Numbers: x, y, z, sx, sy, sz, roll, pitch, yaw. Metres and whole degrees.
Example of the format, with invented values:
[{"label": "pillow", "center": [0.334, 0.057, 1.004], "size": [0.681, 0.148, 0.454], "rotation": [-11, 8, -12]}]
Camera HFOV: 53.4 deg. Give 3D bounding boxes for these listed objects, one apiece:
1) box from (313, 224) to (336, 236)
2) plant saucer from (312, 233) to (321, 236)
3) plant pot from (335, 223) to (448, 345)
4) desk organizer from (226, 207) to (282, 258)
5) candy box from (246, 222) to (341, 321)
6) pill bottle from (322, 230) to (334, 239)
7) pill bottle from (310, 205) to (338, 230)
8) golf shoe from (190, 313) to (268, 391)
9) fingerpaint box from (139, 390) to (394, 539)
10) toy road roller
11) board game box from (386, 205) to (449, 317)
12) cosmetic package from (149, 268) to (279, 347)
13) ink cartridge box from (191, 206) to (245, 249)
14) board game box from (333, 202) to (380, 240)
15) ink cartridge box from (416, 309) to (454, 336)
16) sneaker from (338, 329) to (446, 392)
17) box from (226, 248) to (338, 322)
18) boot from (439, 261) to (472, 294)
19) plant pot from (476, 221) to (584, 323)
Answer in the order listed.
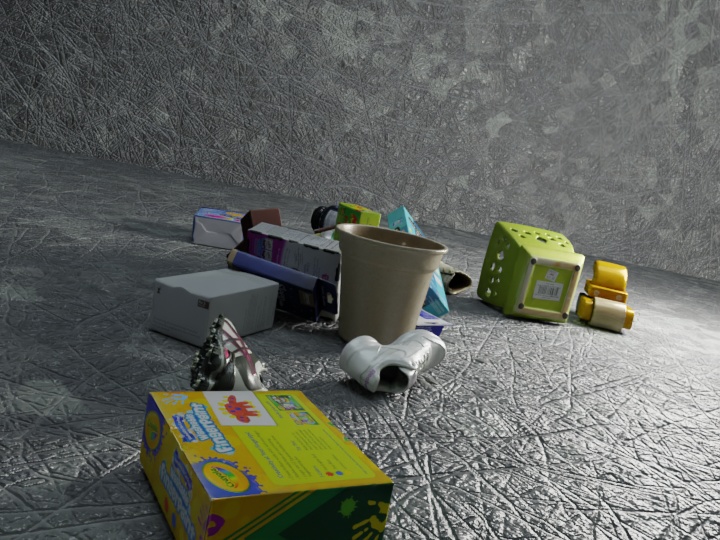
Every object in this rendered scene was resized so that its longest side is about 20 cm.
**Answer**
[{"label": "box", "center": [-0.032, -0.052, 1.692], "size": [0.097, 0.077, 0.200], "rotation": [-13, -14, 11]}, {"label": "plant saucer", "center": [-0.165, -0.023, 1.507], "size": [0.196, 0.032, 0.200], "rotation": [-26, -1, 0]}, {"label": "plant pot", "center": [0.038, 0.033, 1.235], "size": [0.194, 0.189, 0.201], "rotation": [10, 10, -2]}, {"label": "desk organizer", "center": [-0.226, -0.063, 1.504], "size": [0.070, 0.079, 0.199], "rotation": [-7, -10, -28]}, {"label": "candy box", "center": [-0.119, 0.000, 1.353], "size": [0.195, 0.140, 0.061], "rotation": [15, 25, 18]}, {"label": "pill bottle", "center": [0.000, 0.000, 1.537], "size": [0.195, 0.116, 0.113], "rotation": [20, 10, 0]}, {"label": "pill bottle", "center": [-0.060, -0.139, 2.238], "size": [0.197, 0.115, 0.110], "rotation": [20, 14, 40]}, {"label": "golf shoe", "center": [-0.168, 0.122, 0.917], "size": [0.087, 0.078, 0.200], "rotation": [29, 8, -17]}, {"label": "fingerpaint box", "center": [-0.092, 0.179, 0.636], "size": [0.163, 0.076, 0.199], "rotation": [6, 11, -32]}, {"label": "toy road roller", "center": [0.623, 0.060, 1.816], "size": [0.119, 0.150, 0.200], "rotation": [12, 10, 8]}, {"label": "board game box", "center": [0.119, -0.017, 1.512], "size": [0.152, 0.046, 0.203], "rotation": [51, 21, -35]}, {"label": "cosmetic package", "center": [-0.227, 0.054, 1.138], "size": [0.110, 0.084, 0.199], "rotation": [15, 12, 24]}, {"label": "ink cartridge box", "center": [-0.368, -0.114, 1.893], "size": [0.132, 0.079, 0.200], "rotation": [10, 9, -8]}, {"label": "board game box", "center": [-0.019, -0.022, 1.415], "size": [0.046, 0.206, 0.101], "rotation": [4, 12, -29]}, {"label": "ink cartridge box", "center": [0.084, 0.092, 1.380], "size": [0.097, 0.040, 0.198], "rotation": [4, 11, -34]}, {"label": "sneaker", "center": [0.063, 0.143, 1.048], "size": [0.196, 0.077, 0.099], "rotation": [-3, 31, -40]}, {"label": "box", "center": [-0.136, 0.033, 1.266], "size": [0.195, 0.033, 0.122], "rotation": [17, -28, 10]}, {"label": "boot", "center": [0.175, 0.008, 1.836], "size": [0.196, 0.074, 0.154], "rotation": [5, 15, -34]}, {"label": "plant pot", "center": [0.417, 0.014, 1.731], "size": [0.194, 0.205, 0.182], "rotation": [8, 17, -14]}]
